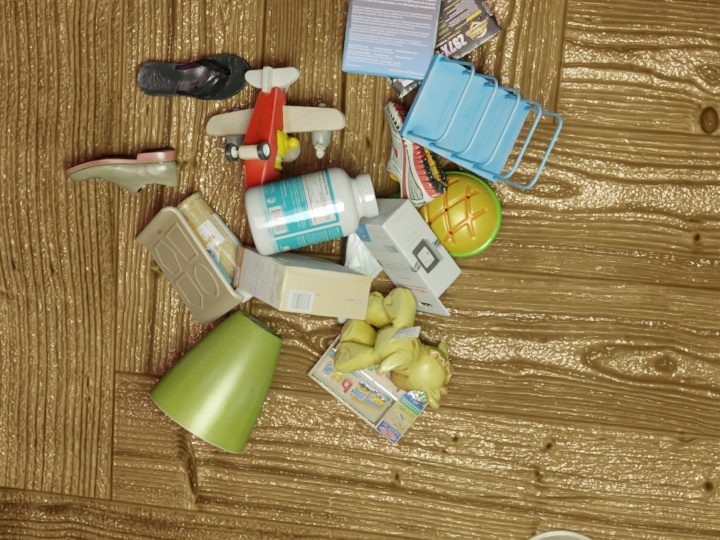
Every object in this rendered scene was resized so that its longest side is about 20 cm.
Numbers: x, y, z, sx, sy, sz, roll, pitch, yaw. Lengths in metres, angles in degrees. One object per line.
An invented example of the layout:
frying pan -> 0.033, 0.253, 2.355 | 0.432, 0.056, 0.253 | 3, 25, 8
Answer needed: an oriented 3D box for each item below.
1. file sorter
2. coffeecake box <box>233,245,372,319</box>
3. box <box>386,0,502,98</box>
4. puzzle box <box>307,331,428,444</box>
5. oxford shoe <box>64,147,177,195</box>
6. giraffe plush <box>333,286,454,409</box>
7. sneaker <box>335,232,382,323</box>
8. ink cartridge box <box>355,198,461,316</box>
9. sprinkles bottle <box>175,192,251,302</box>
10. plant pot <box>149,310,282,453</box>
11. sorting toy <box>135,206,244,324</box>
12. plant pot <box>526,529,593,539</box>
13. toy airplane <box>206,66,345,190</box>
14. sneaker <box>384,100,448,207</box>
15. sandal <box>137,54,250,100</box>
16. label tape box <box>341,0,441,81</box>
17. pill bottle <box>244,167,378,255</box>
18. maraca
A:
file sorter -> 0.193, -0.227, 1.583 | 0.200, 0.123, 0.139 | 22, 95, -30
coffeecake box -> -0.098, 0.018, 1.652 | 0.153, 0.200, 0.073 | 7, 97, -29
box -> 0.105, -0.401, 1.657 | 0.200, 0.049, 0.160 | -33, 96, 12
puzzle box -> 0.023, 0.193, 1.779 | 0.200, 0.025, 0.133 | 38, 103, 1
oxford shoe -> -0.414, -0.164, 1.763 | 0.199, 0.070, 0.075 | -5, 104, 10
giraffe plush -> 0.078, 0.140, 1.690 | 0.162, 0.200, 0.173 | 42, 74, -32
sneaker -> 0.000, 0.000, 1.729 | 0.080, 0.070, 0.201 | 9, 108, -14
ink cartridge box -> 0.083, -0.023, 1.667 | 0.067, 0.116, 0.200 | -46, 114, -18
sprinkles bottle -> -0.241, -0.040, 1.758 | 0.068, 0.068, 0.200 | -40, 91, 12
plant pot -> -0.227, 0.175, 1.739 | 0.187, 0.187, 0.200 | 33, 90, 2
sorting toy -> -0.290, -0.008, 1.738 | 0.036, 0.185, 0.200 | -41, 95, -32
plant pot -> 0.344, 0.568, 1.713 | 0.200, 0.183, 0.201 | 1, 99, 8
toy airplane -> -0.143, -0.238, 1.691 | 0.199, 0.141, 0.200 | -40, 55, 2
sneaker -> 0.070, -0.191, 1.652 | 0.082, 0.078, 0.201 | -34, 56, 30
sandal -> -0.286, -0.324, 1.727 | 0.200, 0.048, 0.076 | -3, 99, 10
label tape box -> 0.054, -0.406, 1.607 | 0.143, 0.066, 0.201 | 8, 99, 5
pill bottle -> -0.075, -0.097, 1.601 | 0.199, 0.111, 0.111 | -13, 97, -1
maraca -> 0.139, -0.101, 1.676 | 0.200, 0.107, 0.137 | 26, 92, 24
